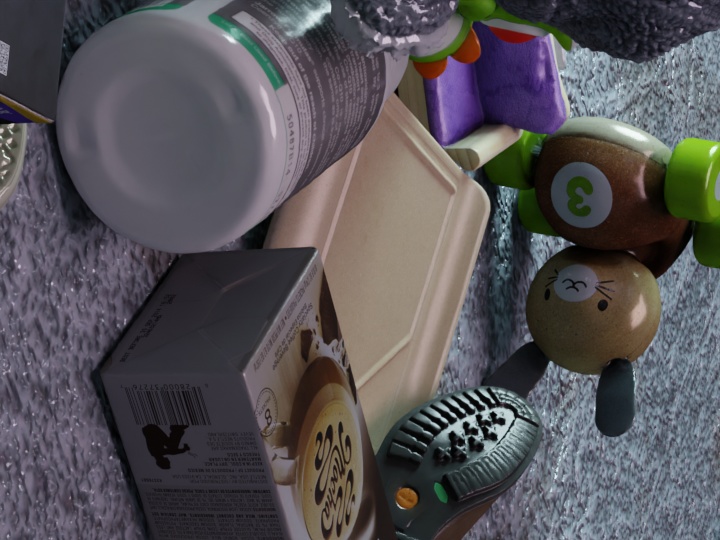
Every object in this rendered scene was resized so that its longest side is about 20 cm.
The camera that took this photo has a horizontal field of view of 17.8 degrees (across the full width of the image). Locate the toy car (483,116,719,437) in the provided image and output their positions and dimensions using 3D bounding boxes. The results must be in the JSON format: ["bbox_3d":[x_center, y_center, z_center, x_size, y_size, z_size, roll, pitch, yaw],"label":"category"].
[{"bbox_3d":[0.156,0.010,1.570,0.158,0.164,0.200,48,58,-58],"label":"toy car"}]

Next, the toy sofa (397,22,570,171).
[{"bbox_3d":[0.061,-0.166,1.402,0.083,0.098,0.200,-35,121,-61],"label":"toy sofa"}]

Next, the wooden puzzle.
[{"bbox_3d":[0.000,0.000,1.305,0.200,0.037,0.185,38,65,-57],"label":"wooden puzzle"}]

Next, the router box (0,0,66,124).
[{"bbox_3d":[-0.172,-0.146,0.760,0.052,0.157,0.200,29,61,-65],"label":"router box"}]

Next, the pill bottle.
[{"bbox_3d":[-0.053,-0.090,1.103,0.200,0.113,0.113,-42,127,-60],"label":"pill bottle"}]

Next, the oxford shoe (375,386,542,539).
[{"bbox_3d":[0.031,0.138,1.327,0.200,0.073,0.084,-39,160,-35],"label":"oxford shoe"}]

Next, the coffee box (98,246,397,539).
[{"bbox_3d":[-0.049,0.102,1.144,0.113,0.080,0.200,-61,143,-52],"label":"coffee box"}]

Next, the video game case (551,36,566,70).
[{"bbox_3d":[0.102,-0.244,1.504,0.182,0.022,0.200,-105,-173,-73],"label":"video game case"}]

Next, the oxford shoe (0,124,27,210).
[{"bbox_3d":[-0.159,-0.095,0.928,0.058,0.075,0.200,128,-28,-53],"label":"oxford shoe"}]

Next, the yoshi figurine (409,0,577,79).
[{"bbox_3d":[0.060,-0.179,1.284,0.112,0.200,0.112,19,61,-60],"label":"yoshi figurine"}]

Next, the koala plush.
[{"bbox_3d":[0.074,-0.178,1.073,0.200,0.184,0.177,-6,129,-51],"label":"koala plush"}]
